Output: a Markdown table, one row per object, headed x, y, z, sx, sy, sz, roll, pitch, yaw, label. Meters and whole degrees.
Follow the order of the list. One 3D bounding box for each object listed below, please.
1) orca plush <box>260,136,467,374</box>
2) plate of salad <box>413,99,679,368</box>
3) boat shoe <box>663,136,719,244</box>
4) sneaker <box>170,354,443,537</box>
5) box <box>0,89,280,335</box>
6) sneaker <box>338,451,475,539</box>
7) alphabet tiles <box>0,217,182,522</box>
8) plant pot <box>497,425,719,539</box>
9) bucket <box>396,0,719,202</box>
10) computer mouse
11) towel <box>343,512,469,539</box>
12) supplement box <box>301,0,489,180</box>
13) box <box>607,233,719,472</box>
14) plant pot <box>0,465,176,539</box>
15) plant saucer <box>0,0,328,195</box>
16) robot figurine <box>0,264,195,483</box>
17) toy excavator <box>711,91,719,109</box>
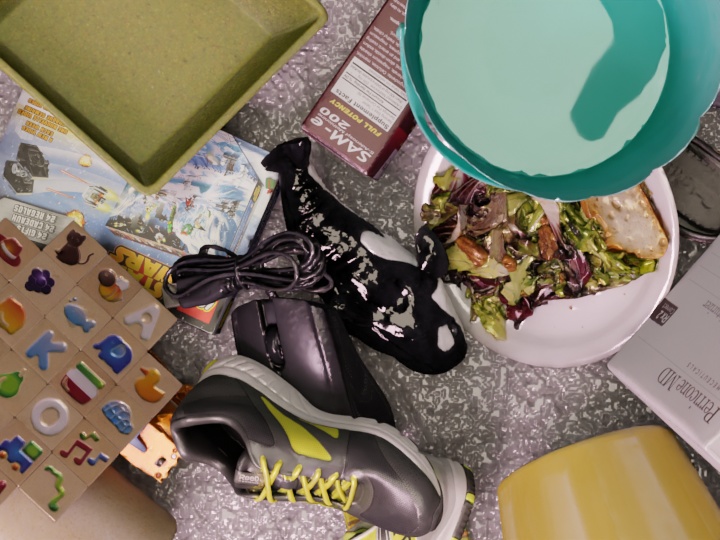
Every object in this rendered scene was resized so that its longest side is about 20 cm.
| x | y | z | sx | sy | sz | roll | pitch | yaw | label |
| --- | --- | --- | --- | --- | --- | --- | --- | --- | --- |
| 0.000 | 0.000 | 1.495 | 0.105 | 0.071 | 0.201 | -19 | 109 | 24 | orca plush |
| 0.122 | -0.027 | 1.493 | 0.199 | 0.048 | 0.202 | 8 | 108 | 25 | plate of salad |
| 0.190 | -0.085 | 1.511 | 0.201 | 0.063 | 0.074 | 32 | 94 | 6 | boat shoe |
| -0.040 | 0.133 | 1.436 | 0.199 | 0.085 | 0.075 | 25 | 127 | 21 | sneaker |
| -0.166 | -0.056 | 1.553 | 0.199 | 0.040 | 0.138 | 24 | 90 | 5 | box |
| 0.012 | 0.220 | 1.497 | 0.076 | 0.075 | 0.201 | 22 | 79 | -10 | sneaker |
| -0.219 | 0.064 | 1.430 | 0.166 | 0.006 | 0.200 | 42 | 60 | 1 | alphabet tiles |
| 0.180 | 0.215 | 1.453 | 0.199 | 0.201 | 0.190 | -20 | 71 | 5 | plant pot |
| 0.124 | -0.142 | 1.380 | 0.205 | 0.135 | 0.209 | 0 | 93 | 0 | bucket |
| -0.048 | 0.071 | 1.491 | 0.138 | 0.053 | 0.201 | -11 | 121 | 37 | computer mouse |
| 0.045 | 0.239 | 1.542 | 0.085 | 0.018 | 0.202 | -13 | 88 | 6 | towel |
| 0.042 | -0.162 | 1.501 | 0.061 | 0.109 | 0.201 | 35 | 93 | 3 | supplement box |
| 0.296 | 0.099 | 1.404 | 0.200 | 0.199 | 0.131 | 41 | 92 | -17 | box |
| -0.236 | 0.182 | 1.496 | 0.183 | 0.200 | 0.201 | 33 | 92 | -7 | plant pot |
| -0.159 | -0.172 | 1.521 | 0.200 | 0.048 | 0.200 | 41 | 67 | 5 | plant saucer |
| -0.195 | 0.056 | 1.508 | 0.200 | 0.145 | 0.058 | 42 | 102 | -6 | robot figurine |
| 0.295 | -0.197 | 1.432 | 0.099 | 0.200 | 0.196 | 10 | 90 | 5 | toy excavator |
